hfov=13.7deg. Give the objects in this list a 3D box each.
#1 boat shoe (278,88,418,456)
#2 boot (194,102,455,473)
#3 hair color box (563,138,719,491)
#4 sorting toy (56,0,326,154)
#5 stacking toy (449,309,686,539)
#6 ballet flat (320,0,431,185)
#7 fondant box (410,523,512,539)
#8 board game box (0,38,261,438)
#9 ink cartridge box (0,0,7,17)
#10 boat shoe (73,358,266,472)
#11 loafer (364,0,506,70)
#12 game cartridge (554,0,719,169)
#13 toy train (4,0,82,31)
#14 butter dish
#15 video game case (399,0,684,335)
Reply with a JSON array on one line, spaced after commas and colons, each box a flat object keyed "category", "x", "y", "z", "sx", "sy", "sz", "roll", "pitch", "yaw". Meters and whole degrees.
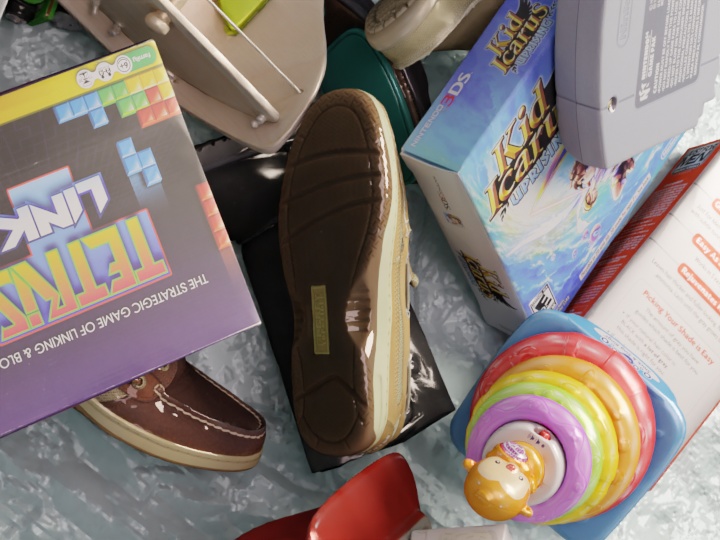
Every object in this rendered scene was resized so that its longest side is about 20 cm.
[{"category": "boat shoe", "x": 0.000, "y": 0.000, "z": 1.661, "sx": 0.076, "sy": 0.071, "sz": 0.201, "roll": -4, "pitch": 99, "yaw": -56}, {"category": "boot", "x": -0.052, "y": 0.021, "z": 1.703, "sx": 0.164, "sy": 0.066, "sz": 0.201, "roll": -21, "pitch": 96, "yaw": -21}, {"category": "hair color box", "x": 0.185, "y": 0.027, "z": 1.792, "sx": 0.102, "sy": 0.061, "sz": 0.200, "roll": 45, "pitch": 71, "yaw": -11}, {"category": "sorting toy", "x": -0.082, "y": -0.199, "z": 1.651, "sx": 0.200, "sy": 0.107, "sz": 0.180, "roll": 45, "pitch": 75, "yaw": -31}, {"category": "stacking toy", "x": 0.094, "y": 0.099, "z": 1.629, "sx": 0.116, "sy": 0.200, "sz": 0.110, "roll": 39, "pitch": 108, "yaw": 9}, {"category": "ballet flat", "x": -0.006, "y": -0.144, "z": 1.736, "sx": 0.073, "sy": 0.073, "sz": 0.200, "roll": -37, "pitch": 91, "yaw": -21}, {"category": "fondant box", "x": 0.070, "y": 0.256, "z": 1.633, "sx": 0.200, "sy": 0.058, "sz": 0.145, "roll": 66, "pitch": 25, "yaw": -42}, {"category": "board game box", "x": -0.171, "y": -0.011, "z": 1.571, "sx": 0.199, "sy": 0.057, "sz": 0.166, "roll": -24, "pitch": 94, "yaw": -28}, {"category": "ink cartridge box", "x": -0.244, "y": -0.234, "z": 1.562, "sx": 0.144, "sy": 0.200, "sz": 0.146, "roll": 14, "pitch": 123, "yaw": -20}, {"category": "boat shoe", "x": -0.129, "y": 0.042, "z": 1.647, "sx": 0.200, "sy": 0.072, "sz": 0.072, "roll": 30, "pitch": 108, "yaw": -14}, {"category": "loafer", "x": 0.069, "y": -0.156, "z": 1.720, "sx": 0.068, "sy": 0.076, "sz": 0.200, "roll": 53, "pitch": 35, "yaw": -4}, {"category": "game cartridge", "x": 0.160, "y": -0.163, "z": 1.672, "sx": 0.133, "sy": 0.040, "sz": 0.201, "roll": -28, "pitch": 129, "yaw": -49}, {"category": "toy train", "x": -0.152, "y": -0.226, "z": 1.705, "sx": 0.056, "sy": 0.042, "sz": 0.201, "roll": 25, "pitch": 75, "yaw": -28}, {"category": "butter dish", "x": -0.039, "y": 0.214, "z": 1.637, "sx": 0.147, "sy": 0.200, "sz": 0.200, "roll": -5, "pitch": 98, "yaw": 18}, {"category": "video game case", "x": 0.118, "y": -0.086, "z": 1.730, "sx": 0.200, "sy": 0.045, "sz": 0.181, "roll": -55, "pitch": 145, "yaw": -18}]
